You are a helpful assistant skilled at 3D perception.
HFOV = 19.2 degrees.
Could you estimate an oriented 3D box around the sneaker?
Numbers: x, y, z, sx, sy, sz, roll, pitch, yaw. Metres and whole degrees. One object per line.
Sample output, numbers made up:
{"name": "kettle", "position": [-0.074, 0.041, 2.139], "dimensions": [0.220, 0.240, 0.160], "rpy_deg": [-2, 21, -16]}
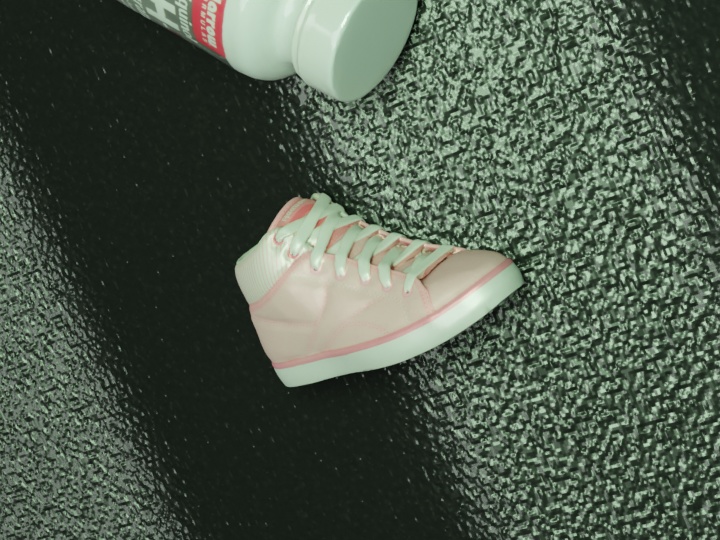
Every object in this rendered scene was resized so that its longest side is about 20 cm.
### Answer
{"name": "sneaker", "position": [0.000, 0.000, 1.254], "dimensions": [0.199, 0.075, 0.105], "rpy_deg": [-18, 103, 45]}

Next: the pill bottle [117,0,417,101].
{"name": "pill bottle", "position": [-0.068, -0.176, 1.207], "dimensions": [0.199, 0.110, 0.111], "rpy_deg": [31, 126, 24]}
